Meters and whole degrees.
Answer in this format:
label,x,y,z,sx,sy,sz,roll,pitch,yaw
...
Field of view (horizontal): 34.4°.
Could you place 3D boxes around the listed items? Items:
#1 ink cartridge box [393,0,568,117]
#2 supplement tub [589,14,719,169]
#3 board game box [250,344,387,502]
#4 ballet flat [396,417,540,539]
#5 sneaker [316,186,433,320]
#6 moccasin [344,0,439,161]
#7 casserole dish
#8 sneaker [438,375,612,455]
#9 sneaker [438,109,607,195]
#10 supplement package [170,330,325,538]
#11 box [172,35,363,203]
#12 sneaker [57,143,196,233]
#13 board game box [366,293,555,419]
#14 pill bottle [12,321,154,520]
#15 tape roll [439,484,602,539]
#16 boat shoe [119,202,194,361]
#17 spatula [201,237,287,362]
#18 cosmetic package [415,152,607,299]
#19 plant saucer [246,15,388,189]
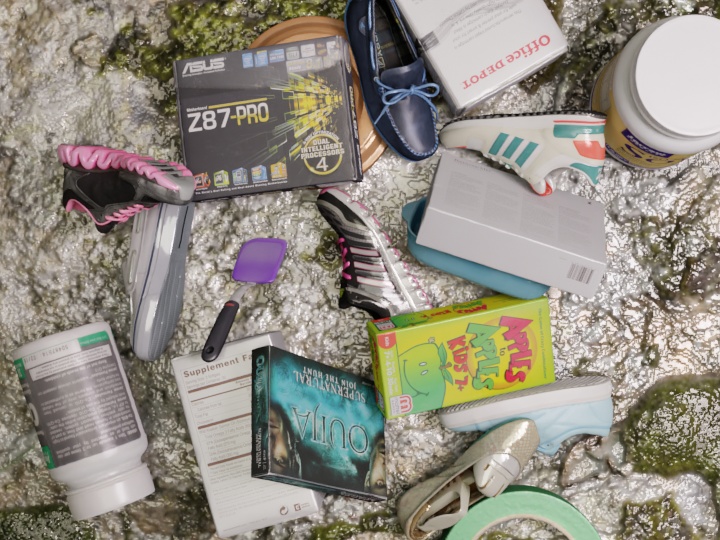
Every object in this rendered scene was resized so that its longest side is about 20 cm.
label,x,y,z,sx,sy,sz,roll,pitch,yaw
ink cartridge box,0.123,-0.295,1.324,0.145,0.083,0.201,-30,89,-1
supplement tub,0.335,-0.191,1.261,0.145,0.200,0.146,0,88,1
board game box,-0.041,0.168,1.248,0.028,0.200,0.136,-17,64,34
ballet flat,0.125,0.239,1.288,0.200,0.062,0.067,-40,121,22
sneaker,0.000,0.000,1.319,0.087,0.074,0.200,-35,93,-7
moccasin,0.035,-0.218,1.302,0.080,0.068,0.201,-29,95,-25
casserole dish,0.137,-0.023,1.305,0.199,0.121,0.039,19,121,5
sneaker,0.190,0.174,1.313,0.199,0.074,0.082,-8,94,2
sneaker,0.178,-0.129,1.298,0.199,0.070,0.094,1,99,29
supplement package,-0.122,0.177,1.293,0.117,0.117,0.201,-15,87,2
box,-0.103,-0.167,1.304,0.199,0.049,0.162,-5,89,12
sneaker,-0.264,-0.085,1.301,0.199,0.079,0.096,15,97,36
board game box,0.113,0.091,1.297,0.199,0.048,0.102,-11,107,-11
pill bottle,-0.304,0.167,1.297,0.113,0.113,0.201,-19,88,0
tape roll,0.182,0.348,1.321,0.199,0.048,0.202,0,87,0
boat shoe,-0.240,0.002,1.331,0.066,0.074,0.201,8,77,15
spatula,-0.135,0.030,1.286,0.056,0.200,0.021,5,129,17
cosmetic package,0.169,-0.053,1.283,0.199,0.151,0.052,18,122,1
plant saucer,-0.054,-0.195,1.348,0.199,0.032,0.202,0,88,1
